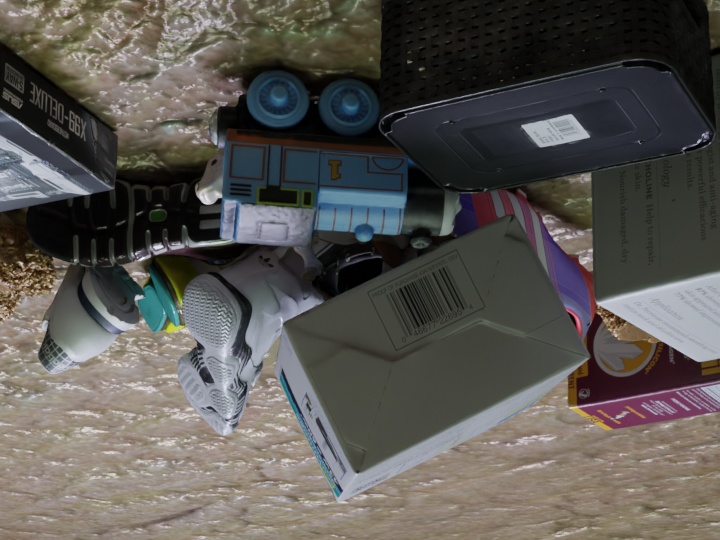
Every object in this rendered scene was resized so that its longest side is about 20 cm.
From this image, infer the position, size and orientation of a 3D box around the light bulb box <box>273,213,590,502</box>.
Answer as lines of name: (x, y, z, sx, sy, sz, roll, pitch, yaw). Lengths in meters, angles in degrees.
light bulb box: (0.046, 0.073, 1.259, 0.197, 0.126, 0.200, -25, 170, -11)

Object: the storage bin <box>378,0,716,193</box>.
storage bin: (0.122, -0.130, 1.074, 0.198, 0.095, 0.135, -9, 156, 26)

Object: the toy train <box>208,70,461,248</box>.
toy train: (-0.013, -0.074, 1.188, 0.197, 0.116, 0.087, 4, 158, -6)

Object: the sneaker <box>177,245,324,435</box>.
sneaker: (-0.092, 0.056, 1.404, 0.114, 0.075, 0.201, -33, 151, -28)

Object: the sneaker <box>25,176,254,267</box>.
sneaker: (-0.171, -0.029, 1.371, 0.197, 0.077, 0.116, 0, 166, 12)

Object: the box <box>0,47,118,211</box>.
box: (-0.308, -0.096, 1.240, 0.198, 0.050, 0.158, -9, 156, 23)

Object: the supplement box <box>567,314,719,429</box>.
supplement box: (0.298, 0.073, 1.538, 0.198, 0.112, 0.085, -14, 153, 32)

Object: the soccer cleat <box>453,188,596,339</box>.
soccer cleat: (0.131, -0.006, 1.365, 0.066, 0.077, 0.200, -16, 139, 38)

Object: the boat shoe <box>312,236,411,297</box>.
boat shoe: (0.000, 0.000, 1.434, 0.069, 0.067, 0.200, 10, 156, -21)

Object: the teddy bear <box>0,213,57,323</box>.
teddy bear: (-0.335, -0.005, 1.441, 0.143, 0.068, 0.200, 12, 162, -2)

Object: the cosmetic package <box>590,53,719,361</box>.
cosmetic package: (0.288, -0.048, 1.166, 0.198, 0.168, 0.167, -13, 154, 34)

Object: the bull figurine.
bull figurine: (-0.027, -0.047, 1.278, 0.198, 0.122, 0.065, 5, 135, -27)

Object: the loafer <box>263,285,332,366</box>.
loafer: (-0.076, 0.053, 1.487, 0.199, 0.068, 0.076, 5, 149, 50)

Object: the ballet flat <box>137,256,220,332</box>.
ballet flat: (-0.157, 0.015, 1.466, 0.066, 0.067, 0.200, -25, 179, -15)

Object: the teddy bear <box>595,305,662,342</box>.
teddy bear: (0.274, -0.010, 1.415, 0.143, 0.067, 0.201, -2, 151, -5)

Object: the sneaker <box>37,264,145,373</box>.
sneaker: (-0.236, 0.029, 1.403, 0.076, 0.081, 0.200, 43, -174, -9)

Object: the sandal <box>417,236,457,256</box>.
sandal: (0.112, 0.018, 1.435, 0.199, 0.081, 0.057, 3, -161, -39)
